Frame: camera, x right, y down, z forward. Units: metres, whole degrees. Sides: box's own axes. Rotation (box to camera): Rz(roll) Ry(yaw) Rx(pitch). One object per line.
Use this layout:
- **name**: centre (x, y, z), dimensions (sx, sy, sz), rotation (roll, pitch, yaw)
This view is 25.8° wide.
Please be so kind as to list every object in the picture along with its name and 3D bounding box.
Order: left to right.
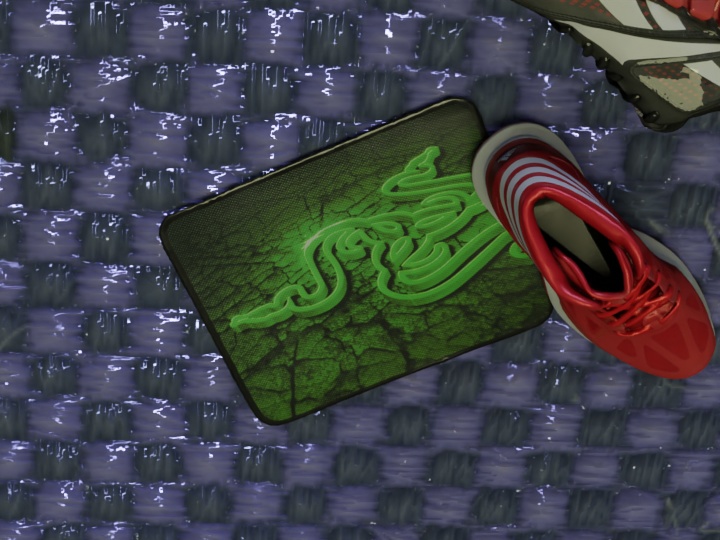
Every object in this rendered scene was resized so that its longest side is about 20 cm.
- **mouse mat**: centre (0.000, 0.000, 0.919), dimensions (0.198, 0.008, 0.162), rotation (-22, 118, 7)
- **sneaker**: centre (0.139, 0.015, 0.872), dimensions (0.200, 0.116, 0.078), rotation (40, 106, -23)
- **sneaker**: centre (0.143, -0.126, 0.821), dimensions (0.198, 0.071, 0.099), rotation (14, 115, -13)
